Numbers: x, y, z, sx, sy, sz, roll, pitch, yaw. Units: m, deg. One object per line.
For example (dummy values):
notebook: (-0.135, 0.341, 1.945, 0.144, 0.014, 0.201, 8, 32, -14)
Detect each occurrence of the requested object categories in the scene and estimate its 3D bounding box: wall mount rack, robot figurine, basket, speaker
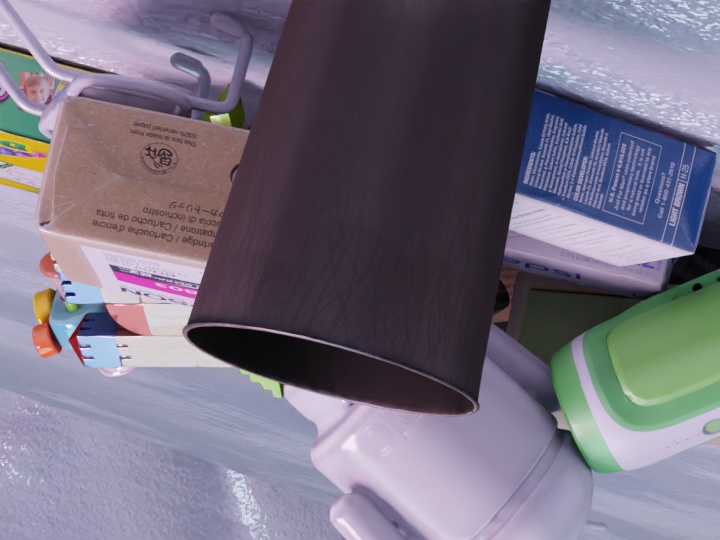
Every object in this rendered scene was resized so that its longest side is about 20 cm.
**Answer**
wall mount rack: (-0.156, -0.119, 1.518, 0.173, 0.075, 0.200, 14, 170, -13)
robot figurine: (0.051, 0.106, 1.594, 0.200, 0.170, 0.113, 41, 156, -4)
basket: (0.010, -0.050, 1.248, 0.135, 0.201, 0.180, 14, 171, 2)
speaker: (0.211, 0.044, 1.572, 0.199, 0.089, 0.088, -23, 160, 12)

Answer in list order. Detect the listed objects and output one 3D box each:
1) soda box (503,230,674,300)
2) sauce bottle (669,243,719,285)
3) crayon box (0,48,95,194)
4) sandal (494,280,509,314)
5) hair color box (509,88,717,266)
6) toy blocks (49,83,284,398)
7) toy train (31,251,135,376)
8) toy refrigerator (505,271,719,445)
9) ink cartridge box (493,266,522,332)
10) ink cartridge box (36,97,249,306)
soda box: (0.086, -0.038, 1.615, 0.199, 0.064, 0.068, 14, 172, 8)
sauce bottle: (0.226, 0.023, 1.741, 0.066, 0.066, 0.200, 8, 164, 34)
crayon box: (-0.256, -0.103, 1.778, 0.199, 0.059, 0.173, 14, 171, -1)
sandal: (0.000, 0.000, 1.638, 0.199, 0.055, 0.082, 2, 167, -29)
hair color box: (0.079, -0.062, 1.498, 0.199, 0.061, 0.100, 18, 170, -17)
toy blocks: (-0.125, -0.015, 1.694, 0.136, 0.100, 0.201, 0, 127, 16)
toy train: (-0.132, -0.015, 1.824, 0.150, 0.200, 0.056, 6, 129, 45)
toy refrigerator: (0.188, 0.054, 1.663, 0.199, 0.076, 0.070, 6, 152, 15)
ink cartridge box: (0.057, 0.026, 1.822, 0.164, 0.075, 0.200, -7, -178, -21)
ink cartridge box: (-0.061, -0.022, 1.469, 0.199, 0.075, 0.165, 11, 170, 2)
